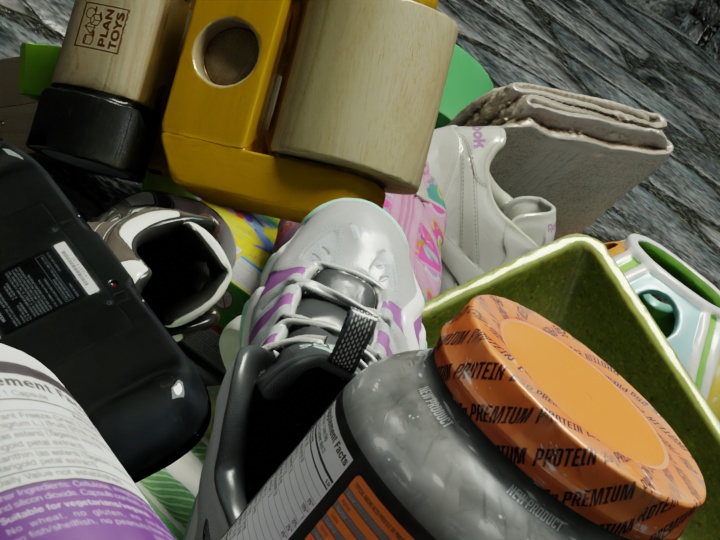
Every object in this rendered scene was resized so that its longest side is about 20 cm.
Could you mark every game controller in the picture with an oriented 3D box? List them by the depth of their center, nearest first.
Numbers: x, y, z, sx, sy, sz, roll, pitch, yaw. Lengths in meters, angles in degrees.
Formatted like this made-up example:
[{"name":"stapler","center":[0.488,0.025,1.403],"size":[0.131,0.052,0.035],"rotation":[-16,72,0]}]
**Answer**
[{"name":"game controller","center":[-0.140,0.020,0.948],"size":[0.104,0.042,0.200],"rotation":[-20,46,-23]}]

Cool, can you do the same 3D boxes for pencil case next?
[{"name":"pencil case","center":[0.000,0.000,1.165],"size":[0.087,0.088,0.200],"rotation":[34,19,-9]}]

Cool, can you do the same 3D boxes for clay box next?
[{"name":"clay box","center":[-0.047,0.010,1.275],"size":[0.115,0.048,0.200],"rotation":[38,14,2]}]

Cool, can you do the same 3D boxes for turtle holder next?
[{"name":"turtle holder","center":[0.166,0.065,1.428],"size":[0.185,0.132,0.141],"rotation":[43,15,26]}]

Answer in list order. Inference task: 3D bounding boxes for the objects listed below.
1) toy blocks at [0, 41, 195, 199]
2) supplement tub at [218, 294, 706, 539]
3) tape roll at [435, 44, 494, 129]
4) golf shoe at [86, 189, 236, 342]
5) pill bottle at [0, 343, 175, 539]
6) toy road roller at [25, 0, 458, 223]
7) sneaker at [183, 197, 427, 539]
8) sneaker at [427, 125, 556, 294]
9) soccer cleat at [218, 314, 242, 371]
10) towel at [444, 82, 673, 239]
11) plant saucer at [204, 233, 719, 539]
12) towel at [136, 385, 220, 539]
[{"name":"toy blocks","center":[-0.121,-0.080,1.270],"size":[0.199,0.100,0.136],"rotation":[4,-2,-36]},{"name":"supplement tub","center":[0.011,0.113,0.773],"size":[0.122,0.200,0.123],"rotation":[37,16,-13]},{"name":"tape roll","center":[-0.023,-0.092,1.400],"size":[0.199,0.048,0.201],"rotation":[9,-23,4]},{"name":"golf shoe","center":[-0.089,0.007,1.075],"size":[0.094,0.078,0.200],"rotation":[1,9,24]},{"name":"pill bottle","center":[-0.117,0.091,0.731],"size":[0.111,0.112,0.200],"rotation":[20,21,-47]},{"name":"toy road roller","center":[-0.046,-0.087,1.131],"size":[0.199,0.123,0.146],"rotation":[13,-6,20]},{"name":"sneaker","center":[-0.011,0.037,0.898],"size":[0.077,0.140,0.201],"rotation":[14,61,-3]},{"name":"sneaker","center":[0.067,0.016,1.298],"size":[0.075,0.099,0.201],"rotation":[-91,164,-69]},{"name":"soccer cleat","center":[0.025,0.079,1.063],"size":[0.200,0.078,0.069],"rotation":[40,-28,-2]},{"name":"towel","center":[0.075,-0.035,1.384],"size":[0.132,0.200,0.035],"rotation":[9,53,-36]},{"name":"plant saucer","center":[0.061,0.108,0.987],"size":[0.199,0.048,0.200],"rotation":[-24,71,-23]},{"name":"towel","center":[-0.053,0.098,1.036],"size":[0.152,0.023,0.200],"rotation":[42,15,21]}]
